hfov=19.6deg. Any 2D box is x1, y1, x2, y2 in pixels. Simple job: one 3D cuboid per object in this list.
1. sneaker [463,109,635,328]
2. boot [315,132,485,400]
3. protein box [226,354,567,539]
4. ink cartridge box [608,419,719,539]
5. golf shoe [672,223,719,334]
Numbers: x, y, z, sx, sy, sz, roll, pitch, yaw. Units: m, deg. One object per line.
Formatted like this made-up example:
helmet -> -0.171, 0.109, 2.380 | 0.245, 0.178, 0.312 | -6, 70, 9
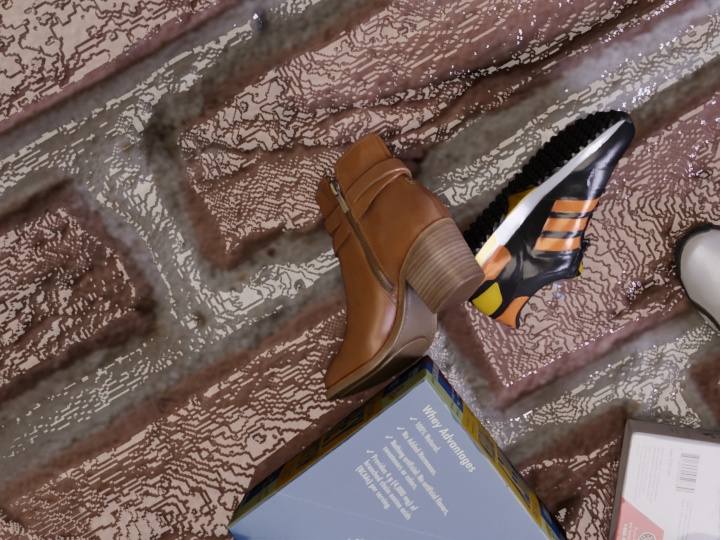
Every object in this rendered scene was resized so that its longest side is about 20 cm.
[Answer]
sneaker -> 0.162, -0.041, 1.702 | 0.200, 0.070, 0.090 | -45, 107, 6
boot -> 0.000, 0.000, 1.699 | 0.155, 0.077, 0.200 | 54, 133, 18
protein box -> 0.034, 0.212, 1.688 | 0.200, 0.135, 0.199 | -38, 92, 5
ink cartridge box -> 0.311, 0.197, 1.710 | 0.200, 0.067, 0.117 | 9, 96, 3
golf shoe -> 0.331, 0.045, 1.683 | 0.078, 0.094, 0.200 | -41, 91, 6
